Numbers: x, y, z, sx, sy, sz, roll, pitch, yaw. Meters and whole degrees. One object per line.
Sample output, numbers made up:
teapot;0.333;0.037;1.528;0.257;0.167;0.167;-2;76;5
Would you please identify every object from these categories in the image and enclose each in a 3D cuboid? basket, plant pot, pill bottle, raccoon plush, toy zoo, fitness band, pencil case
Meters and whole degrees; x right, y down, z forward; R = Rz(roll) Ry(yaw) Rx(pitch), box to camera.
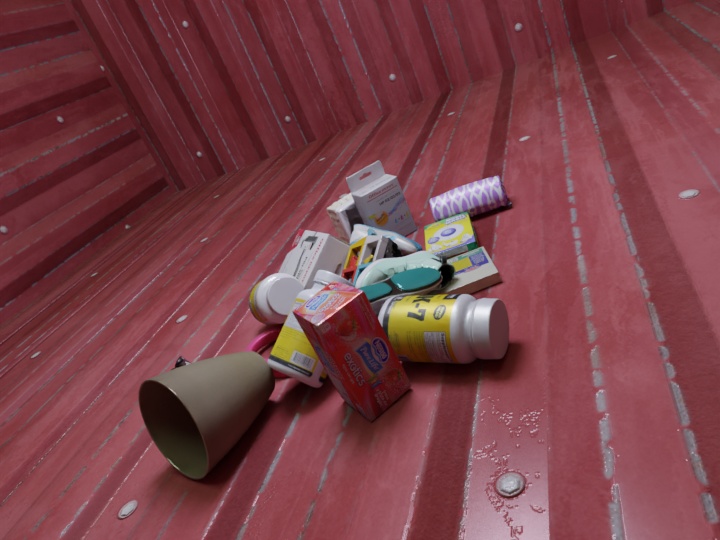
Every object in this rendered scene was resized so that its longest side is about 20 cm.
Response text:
basket;0.019;-0.162;1.581;0.199;0.136;0.123;-33;22;-18
plant pot;-0.254;0.229;1.008;0.186;0.189;0.200;-3;19;41
pill bottle;-0.084;0.107;1.053;0.112;0.112;0.201;8;70;52
pill bottle;-0.184;0.065;1.265;0.111;0.112;0.200;-34;5;-19
raccoon plush;0.012;-0.003;1.289;0.133;0.097;0.200;-19;12;28
toy zoo;0.000;0.000;1.234;0.131;0.020;0.201;-15;53;56
fitness band;-0.162;0.164;1.200;0.199;0.038;0.144;1;34;45
pill bottle;0.138;0.097;0.944;0.199;0.115;0.114;-4;31;34
pencil case;0.274;-0.174;1.425;0.198;0.085;0.085;-15;-10;17

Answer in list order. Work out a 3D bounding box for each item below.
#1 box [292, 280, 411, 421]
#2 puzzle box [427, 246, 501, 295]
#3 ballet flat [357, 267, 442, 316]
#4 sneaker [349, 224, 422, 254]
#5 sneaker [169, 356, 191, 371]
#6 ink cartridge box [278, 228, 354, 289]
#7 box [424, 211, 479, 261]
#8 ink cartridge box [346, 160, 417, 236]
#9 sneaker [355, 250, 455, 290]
box;-0.013;0.129;0.920;0.094;0.201;0.102;-36;24;-20
puzzle box;0.181;0.021;1.174;0.199;0.026;0.133;-22;24;9
ballet flat;0.062;0.047;1.055;0.199;0.070;0.069;-17;19;-23
sneaker;0.062;-0.057;1.403;0.199;0.081;0.076;14;-2;34
sneaker;-0.318;0.220;1.137;0.199;0.116;0.076;-16;25;22
ink cartridge box;-0.113;-0.016;1.377;0.200;0.083;0.148;14;78;62
box;0.211;-0.074;1.320;0.116;0.049;0.200;-19;23;13
ink cartridge box;0.055;-0.173;1.483;0.115;0.201;0.068;-31;24;-14
sneaker;0.093;0.015;1.123;0.199;0.074;0.118;-22;22;-23
